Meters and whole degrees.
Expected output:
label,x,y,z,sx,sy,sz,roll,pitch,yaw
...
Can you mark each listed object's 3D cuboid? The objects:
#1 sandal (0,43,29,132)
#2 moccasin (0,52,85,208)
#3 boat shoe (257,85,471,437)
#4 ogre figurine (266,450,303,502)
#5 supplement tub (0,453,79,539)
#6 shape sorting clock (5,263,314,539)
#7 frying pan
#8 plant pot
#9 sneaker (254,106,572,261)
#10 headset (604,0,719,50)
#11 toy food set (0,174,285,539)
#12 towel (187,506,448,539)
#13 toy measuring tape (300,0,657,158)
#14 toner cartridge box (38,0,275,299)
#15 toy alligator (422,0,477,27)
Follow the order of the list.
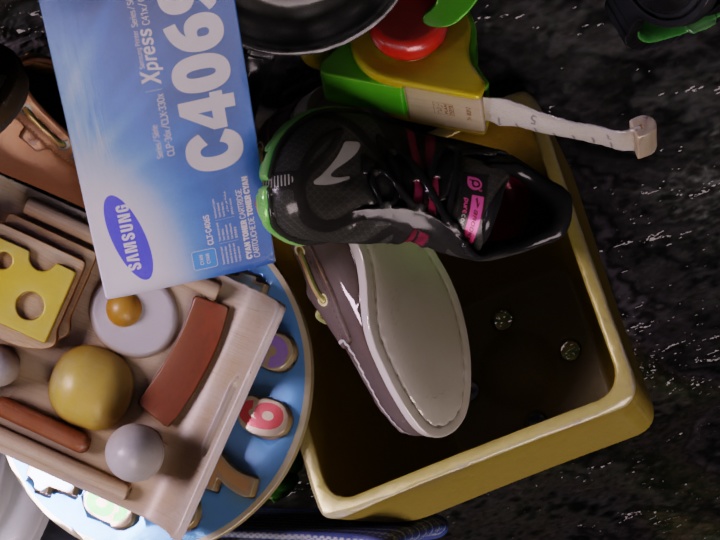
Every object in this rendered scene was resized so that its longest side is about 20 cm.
label,x,y,z,sx,sy,sz,roll,pitch,yaw
sandal,-0.225,-0.058,1.146,0.199,0.082,0.055,-23,124,41
moccasin,-0.118,-0.068,1.225,0.201,0.074,0.078,27,139,-34
boat shoe,0.000,0.000,1.248,0.072,0.201,0.059,-23,-179,-45
ogre figurine,-0.059,0.092,1.463,0.098,0.200,0.120,45,140,-10
supplement tub,-0.219,0.153,1.459,0.140,0.141,0.200,-29,146,23
shape sorting clock,-0.122,0.062,1.305,0.199,0.201,0.039,-24,164,16
frying pan,-0.030,-0.130,1.161,0.114,0.031,0.191,-8,136,-7
plant pot,0.069,0.043,1.365,0.194,0.196,0.200,-22,159,13
sneaker,0.031,-0.044,1.185,0.199,0.077,0.083,1,-176,-39
headset,0.198,-0.160,1.156,0.123,0.094,0.200,-26,166,-13
toy food set,-0.159,0.044,1.248,0.199,0.144,0.060,24,-179,-1
towel,-0.031,0.163,1.387,0.144,0.024,0.200,0,177,13
toy measuring tape,0.064,-0.110,1.192,0.198,0.074,0.074,12,151,13
toner cartridge box,-0.102,-0.080,1.141,0.094,0.043,0.201,-12,133,-4
toy alligator,0.106,-0.193,1.134,0.199,0.059,0.054,-31,102,14
